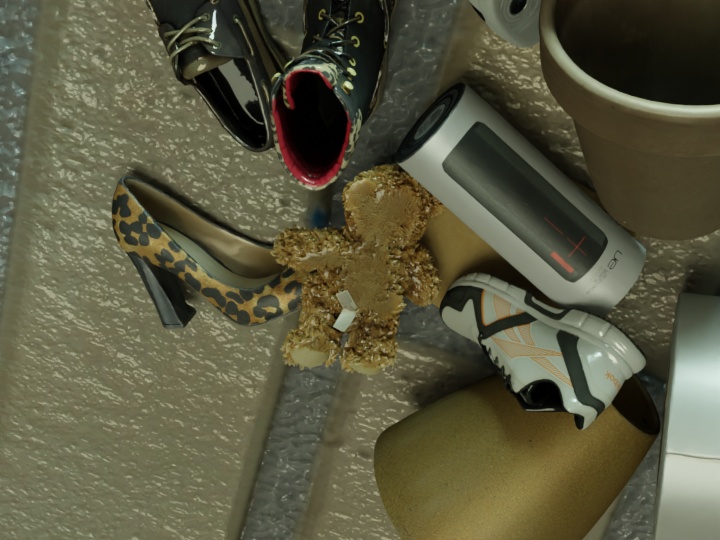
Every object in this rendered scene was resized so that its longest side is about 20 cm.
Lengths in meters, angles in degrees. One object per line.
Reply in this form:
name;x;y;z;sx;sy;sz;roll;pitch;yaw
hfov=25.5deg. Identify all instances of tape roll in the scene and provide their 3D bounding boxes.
tape roll;0.305;0.124;1.240;0.138;0.203;0.204;6;124;11

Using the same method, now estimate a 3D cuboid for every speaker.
speaker;0.125;-0.049;1.221;0.200;0.081;0.081;41;123;-13

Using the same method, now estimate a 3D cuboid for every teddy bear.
teddy bear;0.000;0.000;1.283;0.144;0.067;0.202;-4;121;-4

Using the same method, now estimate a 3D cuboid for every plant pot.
plant pot;0.143;0.152;1.322;0.186;0.187;0.200;42;115;-14
plant pot;0.228;-0.120;1.130;0.198;0.201;0.175;4;142;11

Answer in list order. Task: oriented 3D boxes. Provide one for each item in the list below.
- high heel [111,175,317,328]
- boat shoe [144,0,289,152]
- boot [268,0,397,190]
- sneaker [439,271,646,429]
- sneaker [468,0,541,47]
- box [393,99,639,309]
high heel;-0.111;-0.027;1.329;0.198;0.072;0.143;-10;118;23
boat shoe;-0.112;-0.178;1.227;0.074;0.073;0.200;-28;112;28
boot;-0.019;-0.171;1.161;0.072;0.151;0.201;10;123;8
sneaker;0.125;0.061;1.244;0.199;0.080;0.074;20;160;49
sneaker;0.073;-0.250;1.144;0.073;0.112;0.200;-45;141;-2
box;0.106;-0.028;1.300;0.199;0.021;0.164;29;124;-5
